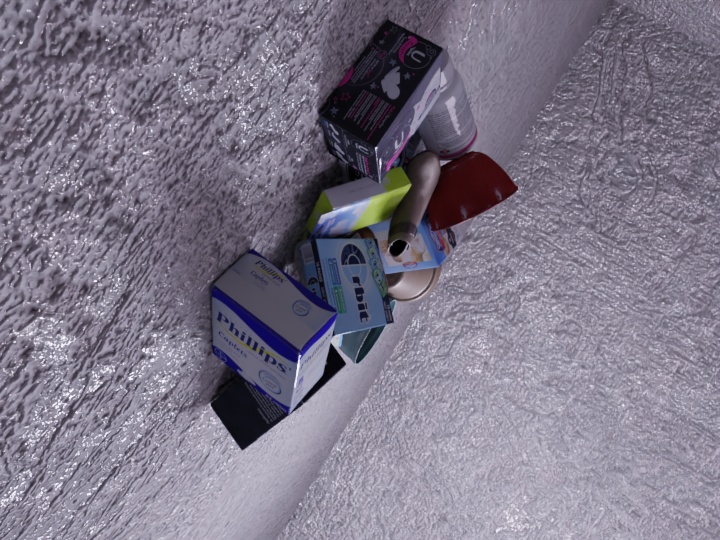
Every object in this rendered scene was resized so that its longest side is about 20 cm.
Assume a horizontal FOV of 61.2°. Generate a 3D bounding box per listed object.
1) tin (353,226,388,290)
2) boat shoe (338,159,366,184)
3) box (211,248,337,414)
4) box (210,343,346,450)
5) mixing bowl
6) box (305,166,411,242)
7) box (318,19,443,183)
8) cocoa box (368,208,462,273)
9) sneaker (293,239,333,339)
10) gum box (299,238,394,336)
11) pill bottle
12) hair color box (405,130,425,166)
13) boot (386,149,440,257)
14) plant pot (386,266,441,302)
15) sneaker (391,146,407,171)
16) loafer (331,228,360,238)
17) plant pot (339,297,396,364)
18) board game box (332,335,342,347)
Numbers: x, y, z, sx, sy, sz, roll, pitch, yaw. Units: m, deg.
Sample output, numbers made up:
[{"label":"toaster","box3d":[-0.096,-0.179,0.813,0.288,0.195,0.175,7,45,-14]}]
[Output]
[{"label":"tin","box3d":[0.000,0.000,1.290,0.041,0.204,0.111,3,155,-44]},{"label":"boat shoe","box3d":[0.003,-0.187,1.145,0.074,0.067,0.200,-51,164,-26]},{"label":"box","box3d":[-0.147,0.104,0.999,0.105,0.182,0.202,-44,160,-37]},{"label":"box","box3d":[-0.162,0.229,1.232,0.199,0.118,0.196,-40,176,28]},{"label":"mixing bowl","box3d":[0.212,-0.175,1.248,0.197,0.110,0.200,-26,-171,4]},{"label":"box","box3d":[-0.013,-0.116,1.118,0.197,0.048,0.122,-21,162,-29]},{"label":"box","box3d":[0.039,-0.271,0.995,0.202,0.114,0.132,-55,166,-11]},{"label":"cocoa box","box3d":[0.108,-0.085,1.404,0.197,0.135,0.131,-8,-154,42]},{"label":"sneaker","box3d":[-0.078,0.038,1.186,0.105,0.074,0.205,-30,110,-80]},{"label":"gum box","box3d":[-0.021,0.029,1.142,0.044,0.174,0.198,-16,174,35]},{"label":"pill bottle","box3d":[0.154,-0.321,1.183,0.114,0.112,0.201,-53,142,-16]},{"label":"hair color box","box3d":[0.124,-0.305,1.335,0.099,0.060,0.203,-29,147,-62]},{"label":"boot","box3d":[0.099,-0.118,1.174,0.201,0.069,0.149,105,2,-64]},{"label":"plant pot","box3d":[0.097,-0.012,1.624,0.203,0.199,0.174,-61,157,15]},{"label":"sneaker","box3d":[0.051,-0.213,1.188,0.096,0.078,0.204,-64,162,-62]},{"label":"loafer","box3d":[-0.019,-0.101,1.241,0.200,0.072,0.072,-43,161,-45]},{"label":"plant pot","box3d":[-0.011,0.130,1.637,0.202,0.133,0.201,-53,166,-19]},{"label":"board game box","box3d":[-0.103,0.120,1.330,0.132,0.035,0.201,-8,149,-11]}]
